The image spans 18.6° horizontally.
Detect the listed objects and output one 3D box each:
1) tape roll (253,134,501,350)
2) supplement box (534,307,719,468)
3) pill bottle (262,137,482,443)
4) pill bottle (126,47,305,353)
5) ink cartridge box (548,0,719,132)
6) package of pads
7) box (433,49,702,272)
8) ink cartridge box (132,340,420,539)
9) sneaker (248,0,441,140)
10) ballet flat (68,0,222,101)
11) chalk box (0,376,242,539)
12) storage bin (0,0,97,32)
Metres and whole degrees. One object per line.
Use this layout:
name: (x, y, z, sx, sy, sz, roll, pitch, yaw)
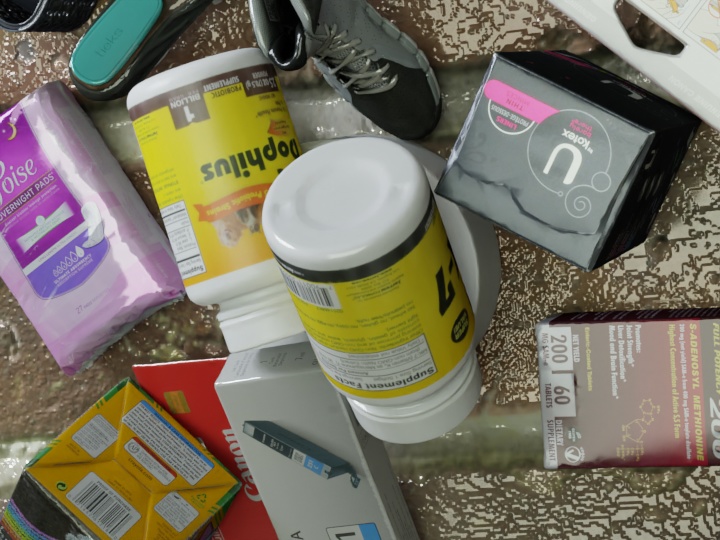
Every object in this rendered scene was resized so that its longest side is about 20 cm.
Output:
tape roll: (0.000, 0.000, 1.628, 0.201, 0.071, 0.203, 2, 97, 18)
supplement box: (0.230, 0.083, 1.570, 0.199, 0.061, 0.109, -3, 95, 17)
pill bottle: (0.014, 0.018, 1.484, 0.114, 0.115, 0.200, -4, 136, 18)
pill bottle: (-0.086, -0.048, 1.555, 0.109, 0.109, 0.201, -18, 91, 18)
ink cartridge box: (0.240, -0.218, 1.533, 0.200, 0.045, 0.176, 39, 105, 10)
package of pads: (-0.226, -0.034, 1.693, 0.120, 0.076, 0.200, -35, 85, 15)
box: (0.146, -0.080, 1.504, 0.122, 0.200, 0.106, 27, 104, 12)
ink cartridge box: (-0.066, 0.151, 1.631, 0.175, 0.045, 0.201, -9, 120, 22)
sneaker: (-0.023, -0.153, 1.567, 0.075, 0.116, 0.200, -28, 111, 30)
ballet flat: (-0.142, -0.207, 1.644, 0.068, 0.068, 0.200, 43, 90, 18)
chalk box: (-0.195, 0.203, 1.665, 0.125, 0.124, 0.200, 42, 141, 8)
storage bin: (-0.283, -0.282, 1.675, 0.200, 0.094, 0.136, 33, 104, 11)
